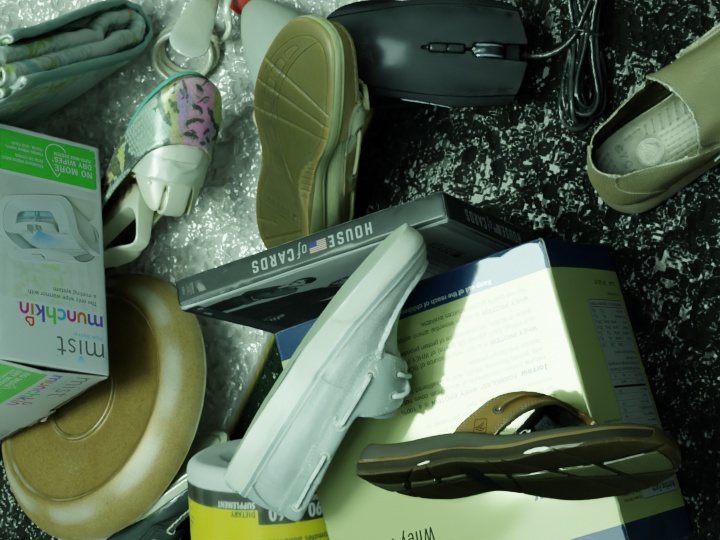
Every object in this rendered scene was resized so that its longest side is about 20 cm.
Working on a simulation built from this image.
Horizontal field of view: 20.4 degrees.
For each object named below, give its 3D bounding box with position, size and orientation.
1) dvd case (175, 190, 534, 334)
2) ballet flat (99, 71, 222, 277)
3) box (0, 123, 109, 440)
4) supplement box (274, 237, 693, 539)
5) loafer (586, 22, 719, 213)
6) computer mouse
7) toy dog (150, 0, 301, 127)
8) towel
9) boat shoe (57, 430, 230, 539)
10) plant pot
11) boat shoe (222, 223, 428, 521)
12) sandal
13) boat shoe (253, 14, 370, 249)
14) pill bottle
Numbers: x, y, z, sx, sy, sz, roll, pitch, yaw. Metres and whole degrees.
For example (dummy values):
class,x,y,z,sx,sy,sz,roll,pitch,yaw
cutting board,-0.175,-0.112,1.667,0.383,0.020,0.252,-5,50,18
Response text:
class,x,y,z,sx,sy,sz,roll,pitch,yaw
dvd case,0.000,0.000,1.321,0.198,0.150,0.025,-19,73,24
ballet flat,-0.153,-0.053,1.417,0.200,0.069,0.072,-46,43,37
box,-0.269,0.020,1.428,0.199,0.096,0.178,-28,59,45
supplement box,0.081,0.107,1.288,0.199,0.134,0.202,-20,80,24
loafer,0.223,-0.107,1.260,0.200,0.067,0.076,-43,72,19
computer mouse,0.070,-0.172,1.315,0.198,0.046,0.142,7,90,4
toy dog,-0.078,-0.168,1.392,0.199,0.096,0.133,29,101,23
towel,-0.256,-0.128,1.416,0.170,0.200,0.048,-27,91,27
boat shoe,-0.153,0.192,1.441,0.199,0.075,0.066,-39,106,14
plant pot,-0.194,0.094,1.442,0.199,0.027,0.202,-16,62,34
boat shoe,-0.006,0.066,1.227,0.071,0.070,0.202,33,104,-4
sandal,0.090,0.101,1.179,0.198,0.082,0.055,-7,63,32
boat shoe,-0.026,-0.089,1.329,0.073,0.063,0.202,36,139,32
pill bottle,-0.056,0.221,1.358,0.113,0.114,0.202,0,98,26
